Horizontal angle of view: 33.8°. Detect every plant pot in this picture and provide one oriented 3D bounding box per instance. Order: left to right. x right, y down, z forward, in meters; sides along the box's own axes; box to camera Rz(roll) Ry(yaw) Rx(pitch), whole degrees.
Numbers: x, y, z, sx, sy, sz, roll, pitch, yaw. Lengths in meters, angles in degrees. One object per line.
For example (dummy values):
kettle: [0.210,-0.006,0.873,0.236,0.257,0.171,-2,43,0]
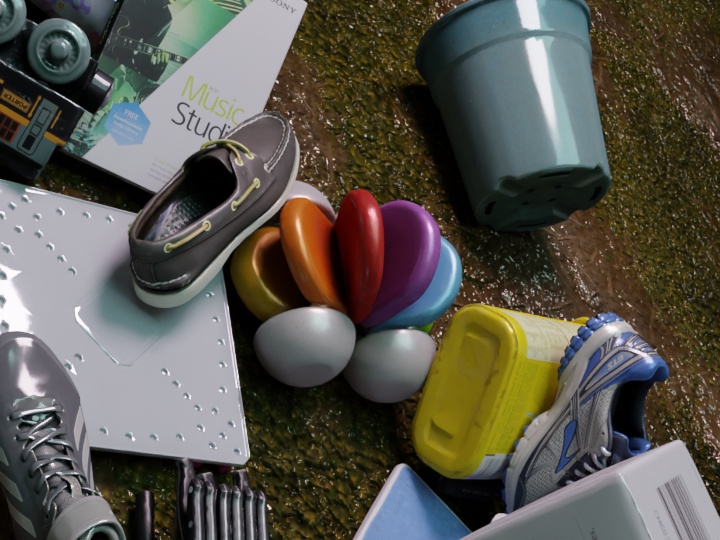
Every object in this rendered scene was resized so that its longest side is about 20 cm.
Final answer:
plant pot: [0.172,-0.161,1.260,0.198,0.199,0.199,10,60,-40]

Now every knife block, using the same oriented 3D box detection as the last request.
knife block: [-0.111,0.230,0.756,0.063,0.175,0.203,17,93,-33]

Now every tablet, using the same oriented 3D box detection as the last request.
tablet: [0.076,0.262,0.942,0.200,0.014,0.130,46,38,-6]

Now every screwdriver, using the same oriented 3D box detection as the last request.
screwdriver: [0.142,0.195,1.054,0.198,0.028,0.030,12,80,-39]

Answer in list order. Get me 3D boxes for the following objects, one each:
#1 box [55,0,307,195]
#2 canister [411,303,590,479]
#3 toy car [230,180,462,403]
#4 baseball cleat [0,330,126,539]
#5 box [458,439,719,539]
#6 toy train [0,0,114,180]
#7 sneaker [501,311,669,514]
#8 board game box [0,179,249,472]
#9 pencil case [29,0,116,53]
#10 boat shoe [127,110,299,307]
box: [-0.142,-0.160,0.956,0.143,0.036,0.203,24,84,-29]
canister: [0.145,0.109,1.018,0.086,0.151,0.198,27,10,41]
toy car: [0.000,0.000,0.972,0.198,0.150,0.177,15,49,-36]
baseball cleat: [-0.176,0.126,0.704,0.069,0.106,0.203,-10,79,-37]
box: [0.184,0.239,0.804,0.198,0.130,0.203,3,62,-63]
toy train: [-0.280,-0.153,0.852,0.198,0.085,0.115,30,85,-18]
sneaker: [0.180,0.139,0.942,0.076,0.203,0.085,7,19,-45]
board game box: [-0.180,0.043,0.856,0.198,0.026,0.202,15,50,-38]
pencil case: [-0.248,-0.250,0.979,0.199,0.091,0.084,38,83,-13]
boat shoe: [-0.106,-0.061,0.897,0.071,0.061,0.202,17,51,20]
